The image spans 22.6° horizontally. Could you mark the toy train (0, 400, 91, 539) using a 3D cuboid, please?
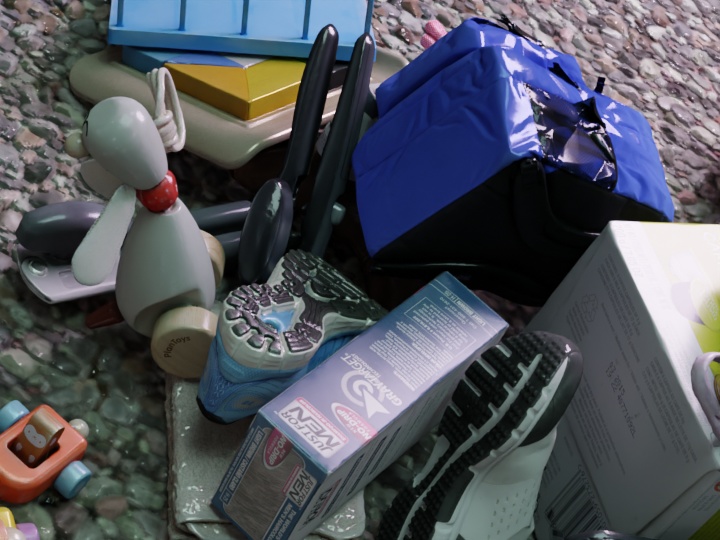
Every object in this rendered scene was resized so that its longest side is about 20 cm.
[{"bbox_3d":[-0.170,0.160,1.064,0.200,0.056,0.150,44,45,14],"label":"toy train"}]

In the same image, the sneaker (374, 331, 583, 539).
[{"bbox_3d":[0.087,0.126,1.148,0.080,0.200,0.074,21,22,-29],"label":"sneaker"}]

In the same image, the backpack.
[{"bbox_3d":[0.117,-0.073,1.243,0.200,0.162,0.168,19,55,-39],"label":"backpack"}]

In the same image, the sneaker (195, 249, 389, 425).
[{"bbox_3d":[-0.052,0.048,1.168,0.078,0.090,0.200,39,23,15],"label":"sneaker"}]

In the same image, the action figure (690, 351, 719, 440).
[{"bbox_3d":[0.274,0.030,1.127,0.149,0.134,0.200,-18,36,10],"label":"action figure"}]

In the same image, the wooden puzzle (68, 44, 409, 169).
[{"bbox_3d":[-0.089,-0.153,1.356,0.185,0.037,0.200,27,40,31],"label":"wooden puzzle"}]

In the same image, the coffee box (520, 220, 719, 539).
[{"bbox_3d":[0.236,0.104,1.229,0.198,0.200,0.200,1,52,-27],"label":"coffee box"}]

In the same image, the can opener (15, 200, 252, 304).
[{"bbox_3d":[-0.144,-0.018,1.236,0.200,0.066,0.053,-9,56,-40],"label":"can opener"}]

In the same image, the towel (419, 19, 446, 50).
[{"bbox_3d":[0.135,-0.115,1.437,0.200,0.030,0.146,48,10,17],"label":"towel"}]

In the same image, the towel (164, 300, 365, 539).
[{"bbox_3d":[-0.066,0.102,1.188,0.132,0.034,0.200,10,47,-21],"label":"towel"}]

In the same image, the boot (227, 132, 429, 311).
[{"bbox_3d":[0.000,0.000,1.298,0.186,0.064,0.200,8,50,-22],"label":"boot"}]

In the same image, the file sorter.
[{"bbox_3d":[-0.087,-0.246,1.368,0.200,0.123,0.139,3,28,-7],"label":"file sorter"}]

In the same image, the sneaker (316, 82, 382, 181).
[{"bbox_3d":[0.053,-0.107,1.343,0.073,0.071,0.200,52,33,16],"label":"sneaker"}]

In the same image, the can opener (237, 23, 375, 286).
[{"bbox_3d":[-0.031,-0.073,1.243,0.063,0.079,0.200,21,82,-3],"label":"can opener"}]

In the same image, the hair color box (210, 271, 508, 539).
[{"bbox_3d":[0.002,0.089,1.139,0.061,0.100,0.200,41,44,13],"label":"hair color box"}]

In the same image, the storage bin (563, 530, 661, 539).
[{"bbox_3d":[0.197,0.247,1.125,0.200,0.135,0.094,13,47,-18],"label":"storage bin"}]

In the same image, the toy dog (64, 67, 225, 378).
[{"bbox_3d":[-0.150,-0.021,1.144,0.096,0.200,0.132,-12,22,7],"label":"toy dog"}]
